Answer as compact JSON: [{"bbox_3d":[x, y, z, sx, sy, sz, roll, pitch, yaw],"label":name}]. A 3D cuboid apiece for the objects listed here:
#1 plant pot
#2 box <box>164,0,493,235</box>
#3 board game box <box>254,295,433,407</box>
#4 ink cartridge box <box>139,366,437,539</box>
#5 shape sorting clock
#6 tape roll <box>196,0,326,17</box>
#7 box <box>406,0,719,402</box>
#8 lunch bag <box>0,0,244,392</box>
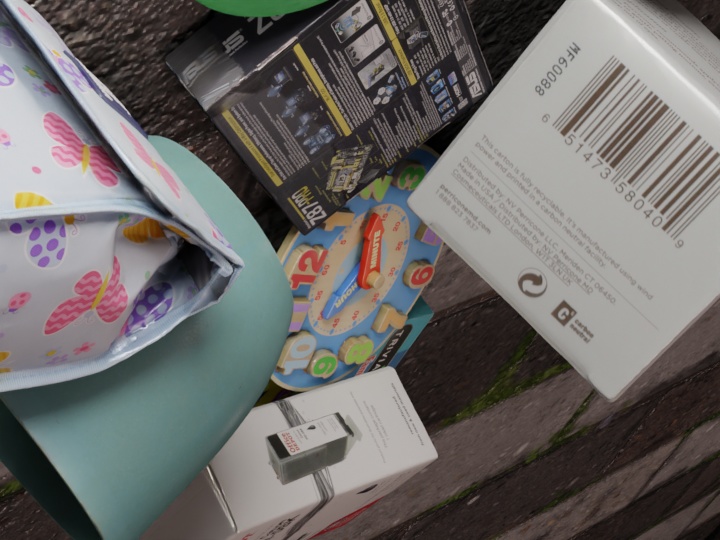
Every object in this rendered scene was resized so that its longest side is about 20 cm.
[{"bbox_3d":[-0.134,0.024,0.751,0.161,0.200,0.201,-41,158,-20],"label":"plant pot"},{"bbox_3d":[-0.009,-0.115,0.844,0.161,0.049,0.200,-40,157,-1],"label":"box"},{"bbox_3d":[-0.053,0.085,1.140,0.199,0.047,0.151,-12,146,-45],"label":"board game box"},{"bbox_3d":[-0.066,0.157,1.062,0.199,0.083,0.147,-14,159,-42],"label":"ink cartridge box"},{"bbox_3d":[0.000,0.000,1.018,0.200,0.039,0.201,-32,141,-31],"label":"shape sorting clock"},{"bbox_3d":[-0.019,-0.210,0.660,0.200,0.048,0.201,-31,156,-16],"label":"tape roll"},{"bbox_3d":[0.181,-0.064,0.978,0.200,0.199,0.171,-50,172,27],"label":"box"},{"bbox_3d":[-0.165,-0.045,0.599,0.199,0.170,0.127,-5,138,-46],"label":"lunch bag"}]
